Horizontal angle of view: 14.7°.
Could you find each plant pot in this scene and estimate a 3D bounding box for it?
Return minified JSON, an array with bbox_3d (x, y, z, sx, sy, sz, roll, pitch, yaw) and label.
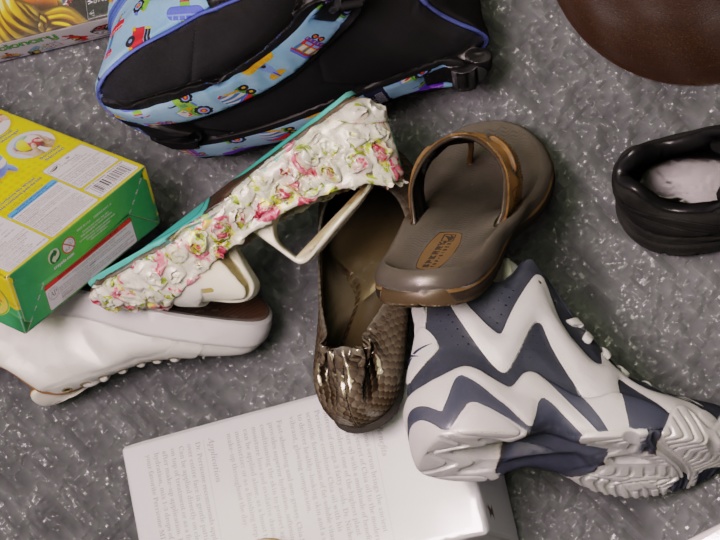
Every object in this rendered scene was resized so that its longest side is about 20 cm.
[{"bbox_3d":[0.164,-0.213,1.500,0.187,0.200,0.187,-3,79,18],"label":"plant pot"}]

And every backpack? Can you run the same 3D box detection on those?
[{"bbox_3d":[-0.052,-0.150,1.578,0.200,0.183,0.135,-23,65,25],"label":"backpack"}]

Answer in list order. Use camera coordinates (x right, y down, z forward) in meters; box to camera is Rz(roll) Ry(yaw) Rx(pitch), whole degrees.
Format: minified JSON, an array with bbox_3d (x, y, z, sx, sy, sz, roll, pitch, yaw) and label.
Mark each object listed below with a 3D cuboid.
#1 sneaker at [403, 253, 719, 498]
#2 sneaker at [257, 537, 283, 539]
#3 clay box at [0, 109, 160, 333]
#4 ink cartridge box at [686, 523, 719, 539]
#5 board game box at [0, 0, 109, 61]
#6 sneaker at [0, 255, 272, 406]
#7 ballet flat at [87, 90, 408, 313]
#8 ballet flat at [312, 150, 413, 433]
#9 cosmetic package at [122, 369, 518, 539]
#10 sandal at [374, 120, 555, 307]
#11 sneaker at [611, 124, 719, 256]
[{"bbox_3d":[0.112,0.048,1.507,0.199,0.080,0.130,2,60,-18],"label":"sneaker"},{"bbox_3d":[-0.093,0.235,1.498,0.076,0.088,0.200,26,100,11],"label":"sneaker"},{"bbox_3d":[-0.228,-0.041,1.628,0.200,0.048,0.115,21,49,38],"label":"clay box"},{"bbox_3d":[0.221,0.168,1.412,0.146,0.200,0.083,-28,73,11],"label":"ink cartridge box"},{"bbox_3d":[-0.201,-0.234,1.708,0.126,0.035,0.200,-12,77,16],"label":"board game box"},{"bbox_3d":[-0.148,0.039,1.637,0.200,0.073,0.085,7,114,12],"label":"sneaker"},{"bbox_3d":[-0.060,-0.022,1.550,0.200,0.076,0.064,-35,88,13],"label":"ballet flat"},{"bbox_3d":[0.000,0.000,1.556,0.067,0.046,0.200,-11,48,20],"label":"ballet flat"},{"bbox_3d":[-0.023,0.126,1.567,0.200,0.071,0.102,-15,75,15],"label":"cosmetic package"},{"bbox_3d":[0.052,-0.042,1.518,0.082,0.200,0.055,-3,115,23],"label":"sandal"},{"bbox_3d":[0.230,-0.049,1.508,0.200,0.091,0.076,-10,75,15],"label":"sneaker"}]
